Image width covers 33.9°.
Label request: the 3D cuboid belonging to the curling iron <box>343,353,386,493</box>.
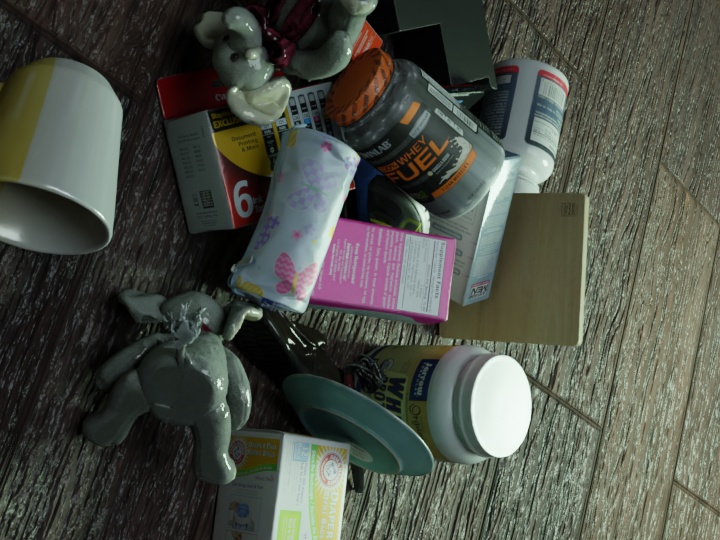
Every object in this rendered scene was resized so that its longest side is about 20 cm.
[{"bbox_3d":[0.000,0.192,1.444,0.026,0.049,0.201,-49,147,-57],"label":"curling iron"}]

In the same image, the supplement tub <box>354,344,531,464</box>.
[{"bbox_3d":[0.097,0.165,1.469,0.144,0.199,0.146,4,84,-46],"label":"supplement tub"}]

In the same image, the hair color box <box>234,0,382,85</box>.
[{"bbox_3d":[-0.074,-0.310,1.389,0.200,0.101,0.062,46,57,-33],"label":"hair color box"}]

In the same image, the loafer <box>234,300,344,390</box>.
[{"bbox_3d":[-0.081,0.092,1.387,0.200,0.073,0.072,57,46,-40],"label":"loafer"}]

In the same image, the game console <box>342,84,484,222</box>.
[{"bbox_3d":[0.072,-0.144,1.527,0.199,0.172,0.119,-13,70,-47],"label":"game console"}]

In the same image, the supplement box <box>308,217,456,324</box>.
[{"bbox_3d":[0.000,0.000,1.385,0.198,0.101,0.104,11,82,-16],"label":"supplement box"}]

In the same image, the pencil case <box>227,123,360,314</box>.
[{"bbox_3d":[-0.071,-0.053,1.273,0.090,0.083,0.201,21,84,-3],"label":"pencil case"}]

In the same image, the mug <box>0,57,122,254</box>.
[{"bbox_3d":[-0.304,-0.123,1.109,0.186,0.149,0.154,37,54,-46],"label":"mug"}]

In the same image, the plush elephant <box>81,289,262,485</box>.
[{"bbox_3d":[-0.184,0.091,1.229,0.155,0.163,0.201,-83,-172,-64],"label":"plush elephant"}]

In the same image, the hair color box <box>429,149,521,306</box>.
[{"bbox_3d":[0.134,-0.067,1.544,0.060,0.099,0.202,-13,121,-47],"label":"hair color box"}]

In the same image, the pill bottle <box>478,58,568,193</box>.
[{"bbox_3d":[0.222,-0.186,1.681,0.119,0.119,0.202,29,67,-42],"label":"pill bottle"}]

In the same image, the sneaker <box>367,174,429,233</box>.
[{"bbox_3d":[0.042,-0.031,1.485,0.085,0.074,0.201,-47,140,-27],"label":"sneaker"}]

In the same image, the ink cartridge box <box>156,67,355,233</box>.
[{"bbox_3d":[-0.117,-0.152,1.345,0.199,0.083,0.177,-23,104,-44],"label":"ink cartridge box"}]

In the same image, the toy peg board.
[{"bbox_3d":[0.222,-0.001,1.625,0.098,0.198,0.202,9,84,-63],"label":"toy peg board"}]

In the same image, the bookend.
[{"bbox_3d":[0.072,-0.316,1.549,0.198,0.092,0.202,-23,105,-44],"label":"bookend"}]

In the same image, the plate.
[{"bbox_3d":[-0.008,0.187,1.357,0.200,0.199,0.026,49,59,-33],"label":"plate"}]

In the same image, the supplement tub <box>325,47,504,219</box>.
[{"bbox_3d":[0.062,-0.161,1.377,0.200,0.122,0.123,35,62,-26],"label":"supplement tub"}]

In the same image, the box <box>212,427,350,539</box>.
[{"bbox_3d":[-0.093,0.284,1.332,0.112,0.101,0.202,16,76,-45],"label":"box"}]

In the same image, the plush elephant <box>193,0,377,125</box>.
[{"bbox_3d":[-0.094,-0.251,1.249,0.154,0.200,0.165,-28,66,-21],"label":"plush elephant"}]
